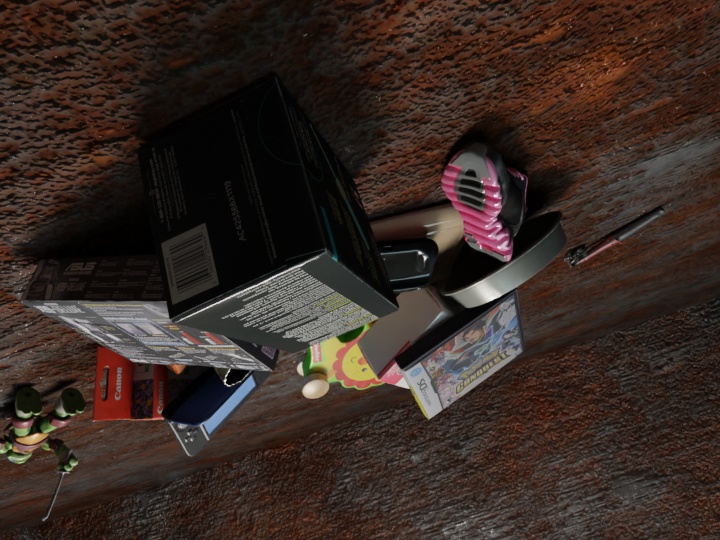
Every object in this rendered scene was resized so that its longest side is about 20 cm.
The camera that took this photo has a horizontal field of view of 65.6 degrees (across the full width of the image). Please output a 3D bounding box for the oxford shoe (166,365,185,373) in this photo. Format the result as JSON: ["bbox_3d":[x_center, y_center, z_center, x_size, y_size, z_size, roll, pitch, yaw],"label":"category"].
[{"bbox_3d":[-0.240,0.061,0.726,0.073,0.071,0.200,-44,166,-30],"label":"oxford shoe"}]

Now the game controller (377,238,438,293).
[{"bbox_3d":[0.000,0.000,0.710,0.198,0.042,0.105,-6,140,-9],"label":"game controller"}]

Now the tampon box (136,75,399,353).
[{"bbox_3d":[-0.067,-0.029,0.483,0.125,0.151,0.200,-22,160,11],"label":"tampon box"}]

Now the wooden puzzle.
[{"bbox_3d":[0.058,-0.025,0.778,0.183,0.037,0.200,-14,155,-9],"label":"wooden puzzle"}]

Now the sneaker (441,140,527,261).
[{"bbox_3d":[0.156,-0.094,0.645,0.096,0.079,0.200,-52,150,-10],"label":"sneaker"}]

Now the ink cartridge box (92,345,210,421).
[{"bbox_3d":[-0.306,0.172,0.855,0.050,0.110,0.200,-9,165,25],"label":"ink cartridge box"}]

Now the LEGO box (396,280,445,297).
[{"bbox_3d":[0.100,0.108,1.022,0.198,0.078,0.149,-19,137,2],"label":"LEGO box"}]

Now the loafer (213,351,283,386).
[{"bbox_3d":[-0.103,0.078,0.676,0.199,0.070,0.075,-35,147,22],"label":"loafer"}]

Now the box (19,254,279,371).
[{"bbox_3d":[-0.200,0.046,0.552,0.198,0.050,0.158,-2,149,26],"label":"box"}]

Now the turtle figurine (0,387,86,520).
[{"bbox_3d":[-0.527,0.291,0.898,0.143,0.200,0.194,31,116,-14],"label":"turtle figurine"}]

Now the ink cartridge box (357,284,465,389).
[{"bbox_3d":[0.114,0.113,0.882,0.146,0.085,0.199,-49,136,14],"label":"ink cartridge box"}]

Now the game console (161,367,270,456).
[{"bbox_3d":[-0.187,0.188,0.857,0.200,0.118,0.172,-46,142,-35],"label":"game console"}]

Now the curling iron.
[{"bbox_3d":[0.474,-0.058,1.050,0.199,0.026,0.049,-33,158,35],"label":"curling iron"}]

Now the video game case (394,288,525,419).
[{"bbox_3d":[0.159,0.126,0.843,0.199,0.026,0.181,-34,139,-5],"label":"video game case"}]

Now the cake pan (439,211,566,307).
[{"bbox_3d":[0.204,-0.012,0.790,0.200,0.037,0.200,-35,-176,3],"label":"cake pan"}]

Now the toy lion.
[{"bbox_3d":[-0.012,0.122,0.916,0.190,0.069,0.201,-11,129,-11],"label":"toy lion"}]
